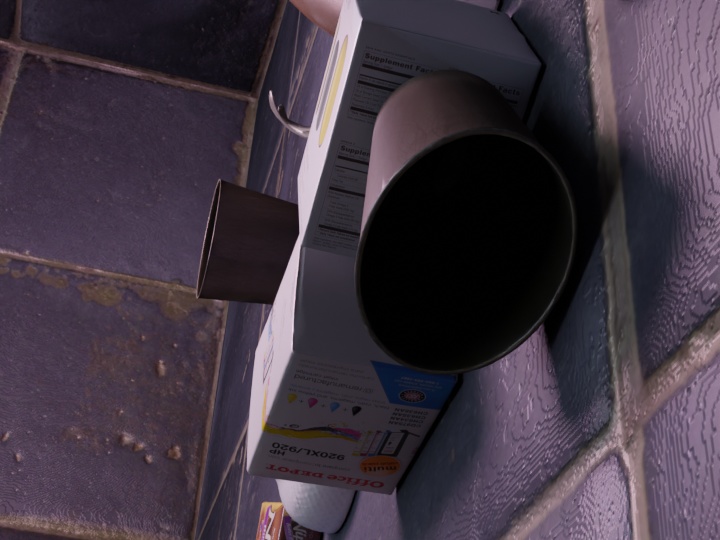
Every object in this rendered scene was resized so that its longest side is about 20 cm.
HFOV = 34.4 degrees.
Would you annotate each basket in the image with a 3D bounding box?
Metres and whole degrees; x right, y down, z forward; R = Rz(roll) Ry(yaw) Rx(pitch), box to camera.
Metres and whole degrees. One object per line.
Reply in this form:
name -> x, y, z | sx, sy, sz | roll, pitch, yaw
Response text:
basket -> 0.067, -0.057, 0.825 | 0.200, 0.136, 0.180 | -90, 15, -60
basket -> -0.095, -0.022, 1.473 | 0.180, 0.200, 0.136 | -94, 19, -52

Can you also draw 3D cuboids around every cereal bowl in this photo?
cereal bowl -> -0.054, 0.199, 1.347 | 0.200, 0.083, 0.200 | -169, 90, -78

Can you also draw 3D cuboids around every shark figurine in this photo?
shark figurine -> -0.017, -0.201, 1.535 | 0.089, 0.214, 0.128 | -19, -88, -59

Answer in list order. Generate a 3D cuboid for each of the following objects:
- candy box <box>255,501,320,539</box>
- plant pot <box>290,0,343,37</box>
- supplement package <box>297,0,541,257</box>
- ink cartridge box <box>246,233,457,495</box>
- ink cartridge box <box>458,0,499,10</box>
candy box -> -0.097, 0.357, 1.481 | 0.200, 0.056, 0.117 | 142, 139, -72
plant pot -> 0.015, -0.336, 1.364 | 0.200, 0.187, 0.187 | -117, 37, -50
supplement package -> 0.041, -0.125, 0.999 | 0.152, 0.151, 0.200 | -98, 22, -62
ink cartridge box -> -0.011, 0.088, 1.061 | 0.200, 0.147, 0.145 | 113, 164, -47
ink cartridge box -> 0.058, -0.320, 1.136 | 0.200, 0.147, 0.083 | -104, 27, -64
